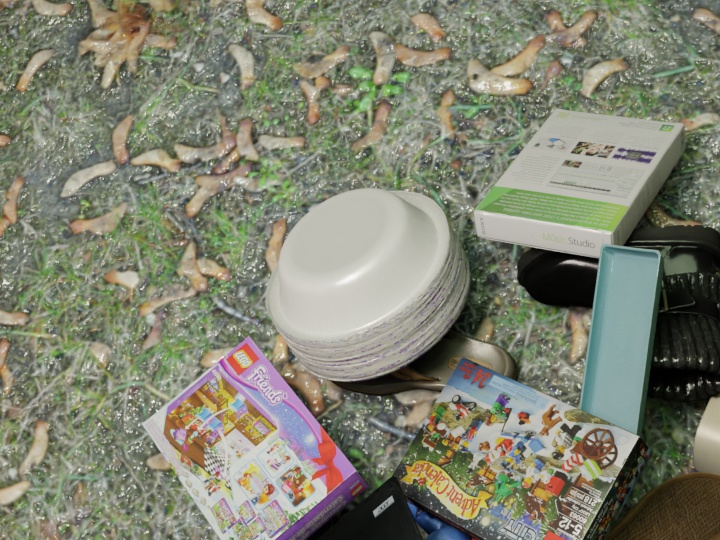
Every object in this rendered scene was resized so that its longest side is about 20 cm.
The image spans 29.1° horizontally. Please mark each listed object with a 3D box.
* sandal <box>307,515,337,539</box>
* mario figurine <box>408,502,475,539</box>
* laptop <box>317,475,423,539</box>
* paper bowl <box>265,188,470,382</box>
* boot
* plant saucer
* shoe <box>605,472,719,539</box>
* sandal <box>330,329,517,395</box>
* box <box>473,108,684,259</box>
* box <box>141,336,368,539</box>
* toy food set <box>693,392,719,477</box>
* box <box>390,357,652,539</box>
[{"bbox_3d":[-0.082,0.176,1.356,0.075,0.048,0.201,-32,60,-1],"label":"sandal"},{"bbox_3d":[0.091,0.282,1.255,0.200,0.105,0.125,42,118,39],"label":"mario figurine"},{"bbox_3d":[0.035,0.318,1.198,0.177,0.200,0.104,-42,13,22],"label":"laptop"},{"bbox_3d":[0.000,0.000,1.351,0.198,0.105,0.202,-20,38,16],"label":"paper bowl"},{"bbox_3d":[0.242,0.044,1.290,0.208,0.080,0.160,-8,58,25],"label":"boot"},{"bbox_3d":[0.228,0.081,1.219,0.069,0.019,0.203,9,93,51],"label":"plant saucer"},{"bbox_3d":[0.251,0.238,1.208,0.198,0.054,0.070,-24,66,-26],"label":"shoe"},{"bbox_3d":[0.054,0.085,1.357,0.197,0.055,0.083,11,68,20],"label":"sandal"},{"bbox_3d":[0.216,-0.088,1.348,0.143,0.037,0.200,11,39,30],"label":"box"},{"bbox_3d":[-0.102,0.174,1.305,0.136,0.039,0.200,-38,53,-6],"label":"box"},{"bbox_3d":[0.403,0.111,1.249,0.142,0.061,0.202,16,69,35],"label":"toy food set"},{"bbox_3d":[0.135,0.173,1.202,0.199,0.038,0.138,22,74,41],"label":"box"}]
